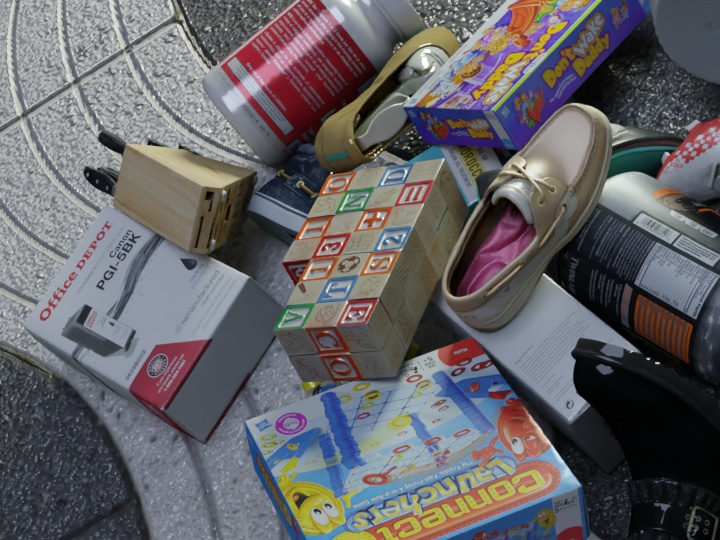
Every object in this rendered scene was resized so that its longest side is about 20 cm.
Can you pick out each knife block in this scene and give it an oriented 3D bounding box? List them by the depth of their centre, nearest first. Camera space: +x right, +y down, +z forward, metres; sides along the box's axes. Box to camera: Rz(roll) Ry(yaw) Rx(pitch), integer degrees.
[{"bbox_3d":[-0.193,-0.079,1.747,0.175,0.200,0.064,14,102,8],"label":"knife block"}]

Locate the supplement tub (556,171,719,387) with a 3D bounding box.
[{"bbox_3d":[0.264,0.013,1.482,0.200,0.123,0.123,34,81,37],"label":"supplement tub"}]

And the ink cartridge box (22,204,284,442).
[{"bbox_3d":[-0.191,0.046,1.727,0.200,0.083,0.147,25,77,35],"label":"ink cartridge box"}]

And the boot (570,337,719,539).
[{"bbox_3d":[0.211,0.162,1.384,0.158,0.211,0.079,-57,17,-14],"label":"boot"}]

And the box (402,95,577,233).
[{"bbox_3d":[0.112,-0.087,1.666,0.200,0.049,0.082,-32,53,8],"label":"box"}]

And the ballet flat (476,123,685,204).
[{"bbox_3d":[0.183,-0.090,1.571,0.200,0.068,0.068,-19,60,-25],"label":"ballet flat"}]

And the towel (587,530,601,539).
[{"bbox_3d":[0.091,0.227,1.472,0.200,0.023,0.153,40,90,21],"label":"towel"}]

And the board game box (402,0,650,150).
[{"bbox_3d":[0.149,-0.190,1.652,0.200,0.045,0.134,-46,29,-22],"label":"board game box"}]

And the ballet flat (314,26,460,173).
[{"bbox_3d":[0.041,-0.155,1.705,0.200,0.069,0.063,-47,23,-27],"label":"ballet flat"}]

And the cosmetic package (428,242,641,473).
[{"bbox_3d":[0.148,0.061,1.526,0.085,0.108,0.200,-45,53,-2],"label":"cosmetic package"}]

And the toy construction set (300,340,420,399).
[{"bbox_3d":[0.028,0.109,1.580,0.131,0.092,0.200,-27,57,-20],"label":"toy construction set"}]

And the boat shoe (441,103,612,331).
[{"bbox_3d":[0.130,-0.047,1.469,0.074,0.069,0.200,28,88,30],"label":"boat shoe"}]

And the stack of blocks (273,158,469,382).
[{"bbox_3d":[0.000,0.000,1.520,0.115,0.059,0.200,-7,39,30],"label":"stack of blocks"}]

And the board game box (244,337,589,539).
[{"bbox_3d":[0.038,0.156,1.404,0.200,0.056,0.196,-20,38,-12],"label":"board game box"}]

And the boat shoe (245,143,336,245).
[{"bbox_3d":[-0.020,-0.056,1.694,0.200,0.071,0.091,27,77,46],"label":"boat shoe"}]

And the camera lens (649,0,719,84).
[{"bbox_3d":[0.325,-0.273,1.570,0.160,0.160,0.200,-8,45,24],"label":"camera lens"}]

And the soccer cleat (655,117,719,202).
[{"bbox_3d":[0.336,-0.099,1.545,0.200,0.069,0.085,-28,47,5],"label":"soccer cleat"}]

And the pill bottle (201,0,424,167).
[{"bbox_3d":[-0.043,-0.199,1.773,0.200,0.112,0.112,-39,52,2],"label":"pill bottle"}]
